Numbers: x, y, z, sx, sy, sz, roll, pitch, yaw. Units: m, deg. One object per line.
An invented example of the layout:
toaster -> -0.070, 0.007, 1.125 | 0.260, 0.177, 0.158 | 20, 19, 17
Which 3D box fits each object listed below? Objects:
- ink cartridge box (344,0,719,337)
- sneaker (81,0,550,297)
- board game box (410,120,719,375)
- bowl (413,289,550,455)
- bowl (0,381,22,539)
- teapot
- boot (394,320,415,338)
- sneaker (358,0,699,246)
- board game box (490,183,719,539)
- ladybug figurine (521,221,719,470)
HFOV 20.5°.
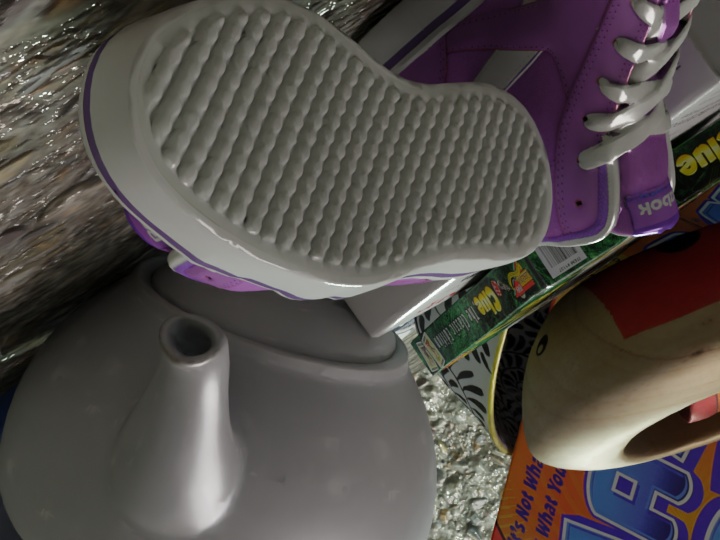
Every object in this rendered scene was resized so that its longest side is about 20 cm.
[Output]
ink cartridge box -> 0.082, -0.070, 0.780 | 0.147, 0.083, 0.200 | -27, 171, -48
sneaker -> -0.038, -0.022, 0.566 | 0.114, 0.073, 0.200 | -7, 170, 30
board game box -> 0.086, -0.006, 0.818 | 0.105, 0.023, 0.200 | -29, 174, -14
bowl -> 0.082, -0.014, 1.029 | 0.201, 0.094, 0.201 | -46, 151, -35
bowl -> -0.142, 0.133, 0.963 | 0.201, 0.039, 0.201 | -36, 138, -41
teapot -> -0.047, 0.052, 0.828 | 0.197, 0.200, 0.146 | 10, 104, -34
boot -> 0.000, 0.000, 1.076 | 0.090, 0.073, 0.200 | -50, 171, 18
sneaker -> 0.089, -0.077, 0.630 | 0.073, 0.114, 0.200 | -25, 170, -39
board game box -> 0.211, 0.088, 1.036 | 0.200, 0.200, 0.200 | -35, 143, -50
ladybug figurine -> 0.158, 0.023, 0.844 | 0.199, 0.072, 0.136 | -18, 160, -7
